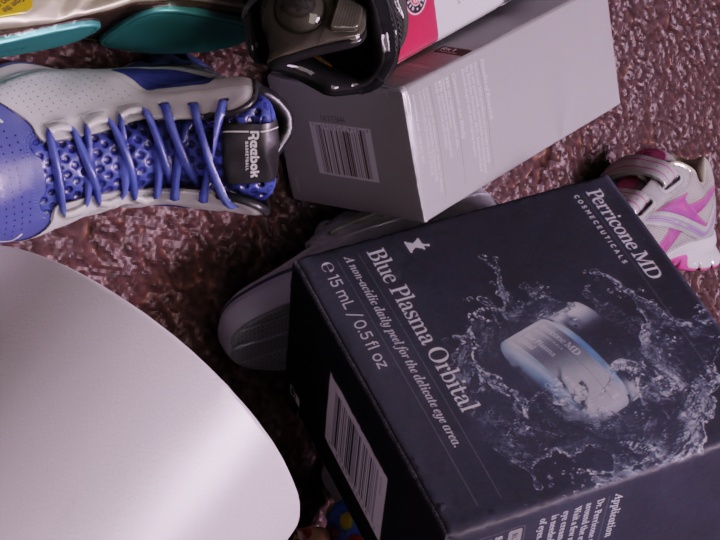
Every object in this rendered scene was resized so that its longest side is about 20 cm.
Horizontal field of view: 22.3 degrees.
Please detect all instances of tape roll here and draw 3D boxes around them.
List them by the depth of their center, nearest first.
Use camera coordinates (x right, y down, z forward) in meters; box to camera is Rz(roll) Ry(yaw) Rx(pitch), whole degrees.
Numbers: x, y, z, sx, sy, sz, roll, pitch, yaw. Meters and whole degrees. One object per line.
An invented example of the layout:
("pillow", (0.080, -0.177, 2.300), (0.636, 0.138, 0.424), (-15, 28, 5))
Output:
("tape roll", (-0.146, 0.108, 0.810), (0.139, 0.202, 0.203), (-53, 134, -28))

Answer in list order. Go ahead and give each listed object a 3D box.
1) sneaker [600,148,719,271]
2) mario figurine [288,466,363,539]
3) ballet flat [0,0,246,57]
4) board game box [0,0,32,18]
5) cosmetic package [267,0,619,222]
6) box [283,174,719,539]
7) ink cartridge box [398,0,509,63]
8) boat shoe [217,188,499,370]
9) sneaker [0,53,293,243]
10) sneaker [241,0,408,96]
("sneaker", (0.186, -0.039, 1.264), (0.200, 0.081, 0.089), (-16, 109, -55))
("mario figurine", (-0.009, 0.144, 1.047), (0.200, 0.106, 0.124), (-33, 157, -15))
("ballet flat", (-0.129, -0.139, 0.884), (0.199, 0.069, 0.070), (-11, 107, -47))
("board game box", (-0.208, -0.175, 0.707), (0.095, 0.030, 0.200), (-20, 72, -45))
("cosmetic package", (0.054, -0.106, 1.067), (0.200, 0.106, 0.091), (-36, 124, -41))
("box", (0.086, 0.072, 0.979), (0.199, 0.197, 0.118), (-15, 140, -19))
("ink cartridge box", (0.036, -0.219, 1.036), (0.200, 0.083, 0.146), (-34, 123, -41))
("boat shoe", (0.000, 0.000, 1.062), (0.199, 0.067, 0.074), (-15, 141, -26))
("sneaker", (-0.104, -0.064, 0.884), (0.199, 0.115, 0.081), (-21, 113, -45))
("sneaker", (-0.040, -0.169, 0.888), (0.200, 0.076, 0.114), (59, 11, -20))
